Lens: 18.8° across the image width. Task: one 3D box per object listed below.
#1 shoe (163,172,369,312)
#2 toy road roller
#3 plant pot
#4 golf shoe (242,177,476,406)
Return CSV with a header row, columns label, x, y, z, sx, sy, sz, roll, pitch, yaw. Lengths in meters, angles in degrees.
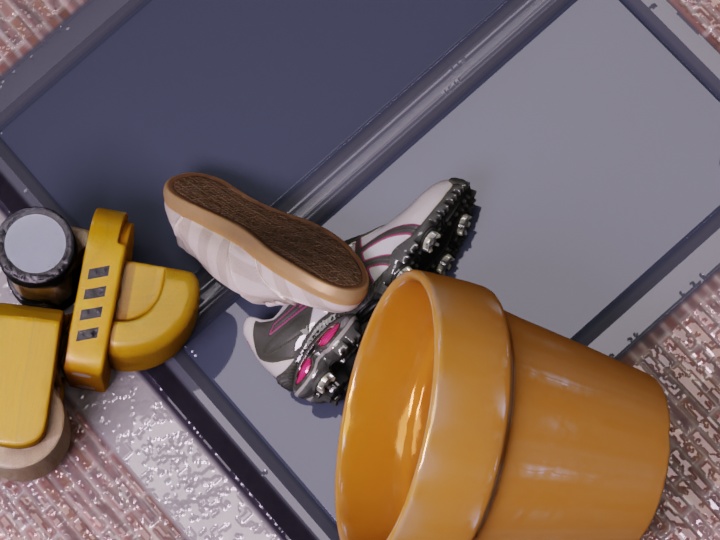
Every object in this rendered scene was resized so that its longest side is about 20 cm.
label,x,y,z,sx,sy,sz,roll,pitch,yaw
shoe,-0.068,-0.010,1.551,0.200,0.070,0.053,31,122,40
toy road roller,-0.194,0.054,1.556,0.146,0.123,0.200,9,78,-2
plant pot,0.100,0.115,1.465,0.183,0.200,0.200,12,78,-16
golf shoe,0.000,0.000,1.564,0.088,0.077,0.200,39,83,23
